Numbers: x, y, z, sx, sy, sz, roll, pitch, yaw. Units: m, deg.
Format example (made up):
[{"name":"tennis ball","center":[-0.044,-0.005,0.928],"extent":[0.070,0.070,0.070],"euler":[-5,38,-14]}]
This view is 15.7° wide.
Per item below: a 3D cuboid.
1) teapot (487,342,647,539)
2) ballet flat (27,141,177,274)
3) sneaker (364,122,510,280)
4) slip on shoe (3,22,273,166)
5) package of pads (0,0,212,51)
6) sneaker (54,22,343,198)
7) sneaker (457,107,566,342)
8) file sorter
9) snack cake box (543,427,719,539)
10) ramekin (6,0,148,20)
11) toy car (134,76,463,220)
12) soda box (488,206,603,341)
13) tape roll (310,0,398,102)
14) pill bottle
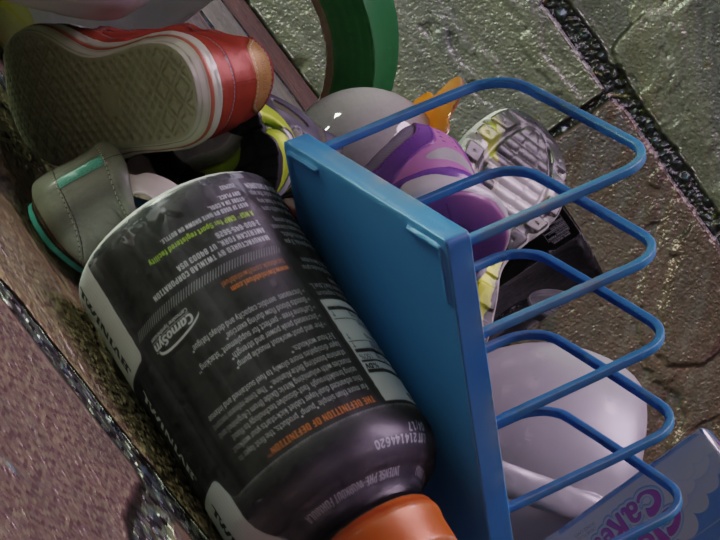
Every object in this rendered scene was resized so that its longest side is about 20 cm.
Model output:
[{"name":"teapot","center":[0.072,0.123,1.520],"extent":[0.146,0.200,0.198],"euler":[18,40,-6]},{"name":"ballet flat","center":[-0.094,-0.003,1.296],"extent":[0.067,0.064,0.200],"euler":[58,6,32]},{"name":"sneaker","center":[0.000,0.000,1.346],"extent":[0.080,0.200,0.089],"euler":[21,38,-30]},{"name":"slip on shoe","center":[-0.114,-0.090,1.288],"extent":[0.200,0.061,0.074],"euler":[2,-77,52]},{"name":"package of pads","center":[-0.169,-0.209,1.453],"extent":[0.200,0.154,0.068],"euler":[52,5,-16]},{"name":"sneaker","center":[-0.096,-0.076,1.359],"extent":[0.200,0.074,0.081],"euler":[27,16,35]},{"name":"sneaker","center":[0.051,-0.014,1.537],"extent":[0.074,0.200,0.085],"euler":[40,-33,-15]},{"name":"file sorter","center":[0.064,0.030,1.211],"extent":[0.139,0.123,0.200],"euler":[34,-40,52]},{"name":"snack cake box","center":[0.117,0.164,1.339],"extent":[0.067,0.200,0.115],"euler":[54,5,10]},{"name":"ramekin","center":[-0.173,-0.198,1.303],"extent":[0.202,0.094,0.202],"euler":[20,15,-6]},{"name":"toy car","center":[-0.021,-0.046,1.474],"extent":[0.184,0.200,0.177],"euler":[53,5,-18]},{"name":"soda box","center":[0.046,0.024,1.604],"extent":[0.063,0.200,0.071],"euler":[58,2,31]},{"name":"tape roll","center":[-0.078,-0.139,1.556],"extent":[0.201,0.200,0.048],"euler":[54,28,-6]},{"name":"pill bottle","center":[-0.036,0.062,1.166],"extent":[0.200,0.106,0.106],"euler":[57,6,23]}]
